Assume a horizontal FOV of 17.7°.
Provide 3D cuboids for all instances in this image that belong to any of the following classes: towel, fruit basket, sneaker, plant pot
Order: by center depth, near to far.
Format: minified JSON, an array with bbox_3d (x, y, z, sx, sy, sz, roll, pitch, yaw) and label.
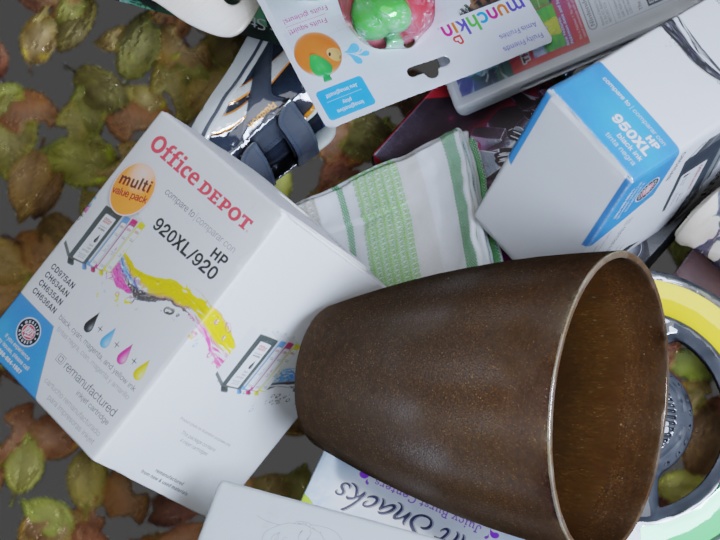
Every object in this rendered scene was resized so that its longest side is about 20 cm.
[{"bbox_3d":[0.067,0.074,1.446,0.199,0.187,0.188,5,76,29],"label":"plant pot"},{"bbox_3d":[0.010,-0.210,1.529,0.185,0.094,0.200,-22,70,-25],"label":"fruit basket"},{"bbox_3d":[0.000,0.000,1.572,0.199,0.031,0.150,-23,57,21],"label":"towel"},{"bbox_3d":[-0.067,-0.100,1.628,0.079,0.078,0.201,25,78,14],"label":"sneaker"}]

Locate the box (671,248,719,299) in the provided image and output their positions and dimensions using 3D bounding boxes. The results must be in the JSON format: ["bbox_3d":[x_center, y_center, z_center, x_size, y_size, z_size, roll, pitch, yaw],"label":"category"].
[{"bbox_3d":[0.307,-0.037,1.595,0.100,0.075,0.200,36,80,10],"label":"box"}]

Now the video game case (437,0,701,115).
[{"bbox_3d":[0.119,-0.230,1.585,0.182,0.023,0.201,-22,73,13],"label":"video game case"}]

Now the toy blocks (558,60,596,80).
[{"bbox_3d":[0.165,-0.194,1.631,0.200,0.100,0.137,42,91,-1],"label":"toy blocks"}]

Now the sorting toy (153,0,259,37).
[{"bbox_3d":[-0.111,-0.250,1.594,0.180,0.107,0.200,44,59,7],"label":"sorting toy"}]

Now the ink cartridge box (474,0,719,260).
[{"bbox_3d":[0.189,-0.088,1.511,0.200,0.145,0.084,-32,72,-33],"label":"ink cartridge box"}]

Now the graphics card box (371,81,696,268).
[{"bbox_3d":[0.121,-0.059,1.622,0.200,0.051,0.126,42,82,10],"label":"graphics card box"}]

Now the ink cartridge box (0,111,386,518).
[{"bbox_3d":[-0.113,0.030,1.528,0.200,0.145,0.147,-52,52,2],"label":"ink cartridge box"}]

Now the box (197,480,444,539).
[{"bbox_3d":[-0.017,0.243,1.442,0.199,0.107,0.153,15,56,7],"label":"box"}]

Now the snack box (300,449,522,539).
[{"bbox_3d":[0.055,0.151,1.569,0.168,0.068,0.201,23,80,8],"label":"snack box"}]

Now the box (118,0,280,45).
[{"bbox_3d":[-0.065,-0.226,1.643,0.199,0.036,0.145,16,52,12],"label":"box"}]

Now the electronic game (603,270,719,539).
[{"bbox_3d":[0.180,0.098,1.523,0.199,0.042,0.201,0,78,-1],"label":"electronic game"}]

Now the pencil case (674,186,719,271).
[{"bbox_3d":[0.297,0.013,1.506,0.200,0.089,0.078,43,74,13],"label":"pencil case"}]
